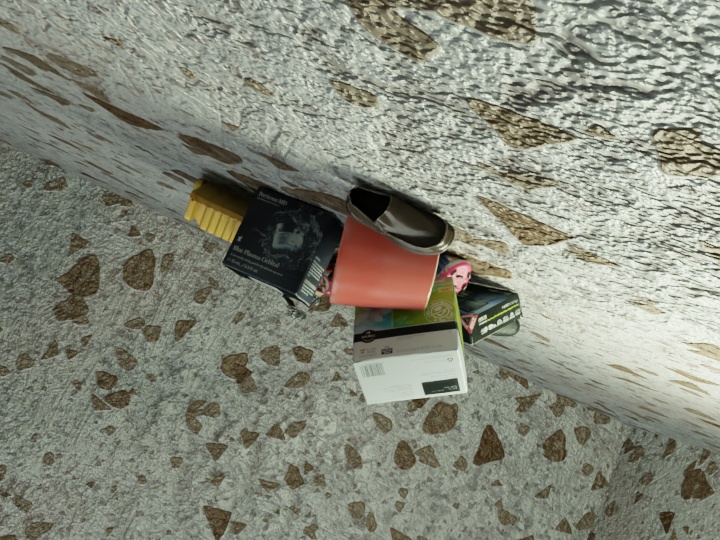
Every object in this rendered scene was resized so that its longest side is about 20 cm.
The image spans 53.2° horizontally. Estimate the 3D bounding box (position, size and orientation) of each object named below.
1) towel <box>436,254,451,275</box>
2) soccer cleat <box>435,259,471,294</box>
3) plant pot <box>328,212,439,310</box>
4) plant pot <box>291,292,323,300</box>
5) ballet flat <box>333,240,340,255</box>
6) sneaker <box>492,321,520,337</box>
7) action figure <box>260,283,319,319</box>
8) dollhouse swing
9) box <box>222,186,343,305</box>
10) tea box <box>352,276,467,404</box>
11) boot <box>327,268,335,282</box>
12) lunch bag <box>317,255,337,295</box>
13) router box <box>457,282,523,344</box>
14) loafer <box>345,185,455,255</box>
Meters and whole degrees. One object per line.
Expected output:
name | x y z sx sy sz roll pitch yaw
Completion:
towel | 0.114 0.028 1.562 0.200 0.024 0.145 -25 154 16
soccer cleat | 0.161 0.036 1.504 0.070 0.200 0.086 5 -138 -27
plant pot | 0.048 -0.013 1.328 0.177 0.201 0.200 14 173 1
plant pot | -0.172 -0.049 1.900 0.187 0.188 0.200 19 157 35
ballet flat | -0.105 -0.061 1.724 0.199 0.068 0.067 3 137 8
sneaker | 0.314 0.114 1.815 0.199 0.076 0.114 29 180 2
action figure | -0.173 0.022 1.731 0.200 0.119 0.102 51 177 44
dollhouse swing | -0.350 -0.121 1.817 0.200 0.182 0.176 24 -150 -6
box | -0.173 -0.056 1.627 0.196 0.200 0.117 21 171 17
tea box | 0.096 0.134 1.398 0.199 0.197 0.134 -9 131 9
boot | 0.015 -0.006 1.526 0.079 0.158 0.211 34 176 25
lunch bag | 0.000 0.000 1.741 0.200 0.082 0.176 10 -150 29
router box | 0.236 0.089 1.596 0.150 0.062 0.200 -23 -161 -27
loafer | 0.056 -0.083 1.170 0.200 0.073 0.071 21 174 19
